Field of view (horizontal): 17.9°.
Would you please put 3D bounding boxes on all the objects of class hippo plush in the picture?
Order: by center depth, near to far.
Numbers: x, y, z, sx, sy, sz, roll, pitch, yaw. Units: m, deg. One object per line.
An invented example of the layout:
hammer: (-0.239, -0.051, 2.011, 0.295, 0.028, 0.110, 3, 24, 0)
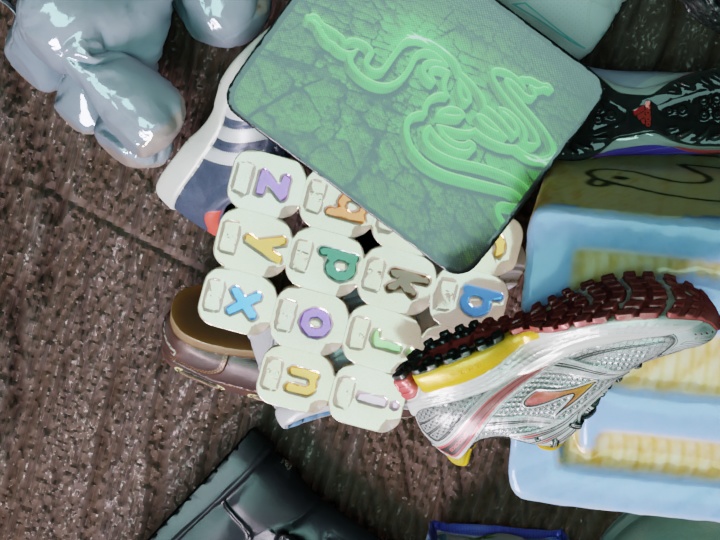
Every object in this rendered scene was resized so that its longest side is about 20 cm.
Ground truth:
hippo plush: (-0.154, -0.185, 1.543, 0.161, 0.159, 0.200, -46, 111, -14)

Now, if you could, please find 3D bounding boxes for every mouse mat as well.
mouse mat: (0.034, -0.113, 1.468, 0.200, 0.008, 0.161, 36, 99, -4)

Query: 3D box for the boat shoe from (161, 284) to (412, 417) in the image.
boat shoe: (-0.042, 0.063, 1.610, 0.200, 0.070, 0.070, 17, 143, -2)

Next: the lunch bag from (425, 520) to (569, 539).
lunch bag: (0.087, 0.285, 1.568, 0.127, 0.200, 0.170, 3, 105, -2)

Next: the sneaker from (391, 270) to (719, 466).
sneaker: (0.124, 0.059, 1.374, 0.200, 0.078, 0.082, -19, 105, 23)

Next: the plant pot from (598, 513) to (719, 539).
plant pot: (0.245, 0.263, 1.578, 0.200, 0.134, 0.201, 2, 105, 8)

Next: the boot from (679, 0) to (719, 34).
boot: (0.238, -0.250, 1.471, 0.158, 0.079, 0.211, 23, 76, -21)

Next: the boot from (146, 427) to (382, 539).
boot: (-0.079, 0.235, 1.650, 0.168, 0.076, 0.200, 44, 100, 0)

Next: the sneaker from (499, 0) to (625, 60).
sneaker: (0.078, -0.203, 1.518, 0.200, 0.070, 0.080, 29, 109, 0)

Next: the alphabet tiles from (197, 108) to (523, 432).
alphabet tiles: (0.000, 0.000, 1.496, 0.195, 0.015, 0.200, 14, 95, 0)

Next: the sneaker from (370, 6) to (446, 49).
sneaker: (0.030, -0.141, 1.503, 0.083, 0.071, 0.200, -11, 102, 54)

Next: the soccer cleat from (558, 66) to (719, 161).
soccer cleat: (0.176, -0.103, 1.528, 0.200, 0.073, 0.068, 0, 84, 11)

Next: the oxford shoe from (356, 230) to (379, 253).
oxford shoe: (0.001, -0.098, 1.554, 0.071, 0.073, 0.200, -12, 102, 12)

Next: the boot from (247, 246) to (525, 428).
boot: (0.027, 0.048, 1.558, 0.200, 0.074, 0.096, -15, 79, -7)

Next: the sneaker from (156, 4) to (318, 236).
sneaker: (-0.058, -0.095, 1.541, 0.084, 0.075, 0.200, 41, 131, 6)

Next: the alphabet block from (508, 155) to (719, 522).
alphabet block: (0.203, 0.037, 1.493, 0.195, 0.200, 0.197, 7, 105, 6)
